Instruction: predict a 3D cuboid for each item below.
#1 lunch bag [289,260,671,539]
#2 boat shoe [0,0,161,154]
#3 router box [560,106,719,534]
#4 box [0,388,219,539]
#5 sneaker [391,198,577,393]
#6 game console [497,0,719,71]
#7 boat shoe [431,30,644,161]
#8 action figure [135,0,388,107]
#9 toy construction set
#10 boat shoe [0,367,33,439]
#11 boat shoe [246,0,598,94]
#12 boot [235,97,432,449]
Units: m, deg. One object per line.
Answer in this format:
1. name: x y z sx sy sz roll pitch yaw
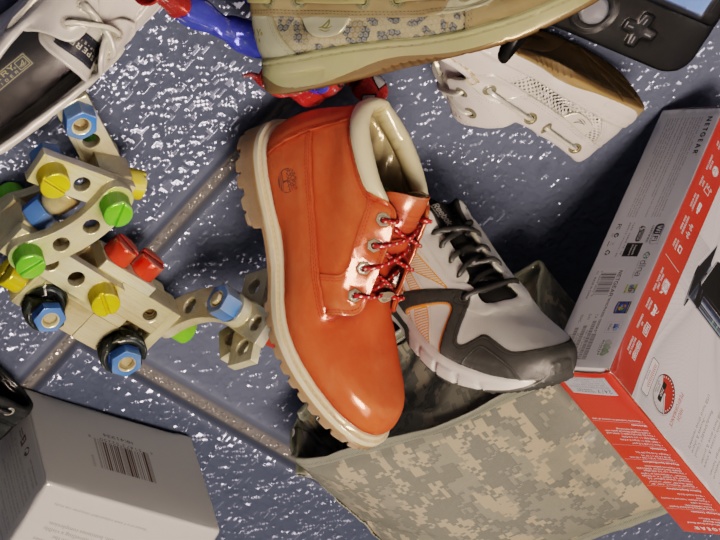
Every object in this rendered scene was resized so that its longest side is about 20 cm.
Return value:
1. lunch bag: 0.073 0.109 1.649 0.199 0.118 0.164 -26 131 22
2. boat shoe: -0.161 -0.133 1.438 0.200 0.066 0.072 -37 126 10
3. router box: 0.212 0.031 1.606 0.049 0.200 0.180 0 144 42
4. box: -0.195 0.193 1.643 0.124 0.098 0.200 19 117 -28
5. sneaker: 0.054 0.007 1.530 0.074 0.200 0.080 -10 121 -38
6. game console: 0.180 -0.194 1.468 0.175 0.117 0.200 20 118 -28
7. boat shoe: 0.076 -0.113 1.523 0.200 0.071 0.069 25 115 -31
8. action figure: -0.048 -0.135 1.461 0.200 0.052 0.066 27 89 -50
9. toy construction set: -0.135 -0.007 1.529 0.200 0.092 0.131 38 107 -23
10. boat shoe: -0.249 0.035 1.528 0.066 0.075 0.200 -25 129 -1
11. boat shoe: 0.036 -0.144 1.380 0.199 0.073 0.063 -14 98 11
12. boot: 0.000 0.000 1.497 0.107 0.201 0.075 -18 176 36
